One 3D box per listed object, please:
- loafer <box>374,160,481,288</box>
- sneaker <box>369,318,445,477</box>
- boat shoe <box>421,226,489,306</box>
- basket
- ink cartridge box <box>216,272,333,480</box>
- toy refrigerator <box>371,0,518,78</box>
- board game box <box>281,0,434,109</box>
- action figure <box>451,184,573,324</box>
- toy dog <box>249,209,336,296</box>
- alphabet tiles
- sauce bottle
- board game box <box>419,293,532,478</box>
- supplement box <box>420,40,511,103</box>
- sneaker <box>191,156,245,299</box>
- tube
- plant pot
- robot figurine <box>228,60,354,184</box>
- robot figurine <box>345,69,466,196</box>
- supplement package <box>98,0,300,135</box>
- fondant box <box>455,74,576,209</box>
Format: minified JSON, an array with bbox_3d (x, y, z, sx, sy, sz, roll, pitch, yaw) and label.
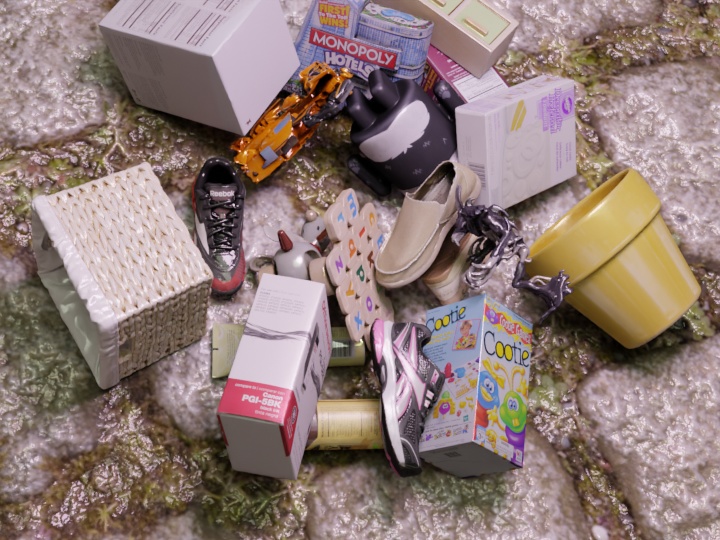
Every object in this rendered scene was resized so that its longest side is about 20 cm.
[{"bbox_3d":[0.078,-0.067,1.616,0.076,0.068,0.200,22,70,44],"label":"loafer"},{"bbox_3d":[0.065,0.150,1.508,0.086,0.080,0.200,-5,72,-4],"label":"sneaker"},{"bbox_3d":[0.149,-0.030,1.703,0.065,0.072,0.200,58,44,-26],"label":"boat shoe"},{"bbox_3d":[-0.297,0.007,1.536,0.161,0.198,0.200,-24,69,-22],"label":"basket"},{"bbox_3d":[-0.097,0.127,1.472,0.083,0.147,0.200,9,56,10],"label":"ink cartridge box"},{"bbox_3d":[0.118,-0.369,1.736,0.200,0.070,0.076,38,61,9],"label":"toy refrigerator"},{"bbox_3d":[-0.007,-0.324,1.728,0.200,0.200,0.062,19,39,11],"label":"board game box"},{"bbox_3d":[0.174,-0.016,1.569,0.200,0.119,0.102,44,91,7],"label":"action figure"},{"bbox_3d":[-0.082,-0.035,1.585,0.132,0.096,0.200,-19,24,-7],"label":"toy dog"},{"bbox_3d":[0.000,0.000,1.594,0.015,0.200,0.196,-10,22,23],"label":"alphabet tiles"},{"bbox_3d":[-0.050,0.195,1.556,0.200,0.065,0.065,1,64,-7],"label":"sauce bottle"},{"bbox_3d":[0.145,0.149,1.567,0.103,0.105,0.200,30,56,-37],"label":"board game box"},{"bbox_3d":[0.128,-0.278,1.793,0.086,0.110,0.200,-28,72,-24],"label":"supplement box"},{"bbox_3d":[-0.189,-0.065,1.645,0.071,0.098,0.201,-1,65,-12],"label":"sneaker"},{"bbox_3d":[-0.094,0.101,1.609,0.200,0.052,0.058,-2,23,-5],"label":"tube"},{"bbox_3d":[0.348,-0.005,1.659,0.201,0.201,0.189,-41,92,-24],"label":"plant pot"},{"bbox_3d":[-0.091,-0.211,1.684,0.200,0.145,0.058,-45,112,5],"label":"robot figurine"},{"bbox_3d":[0.066,-0.184,1.703,0.200,0.150,0.125,43,57,-24],"label":"robot figurine"},{"bbox_3d":[-0.219,-0.310,1.696,0.200,0.152,0.151,19,60,27],"label":"supplement package"},{"bbox_3d":[0.219,-0.177,1.710,0.058,0.144,0.200,16,31,42],"label":"fondant box"}]
